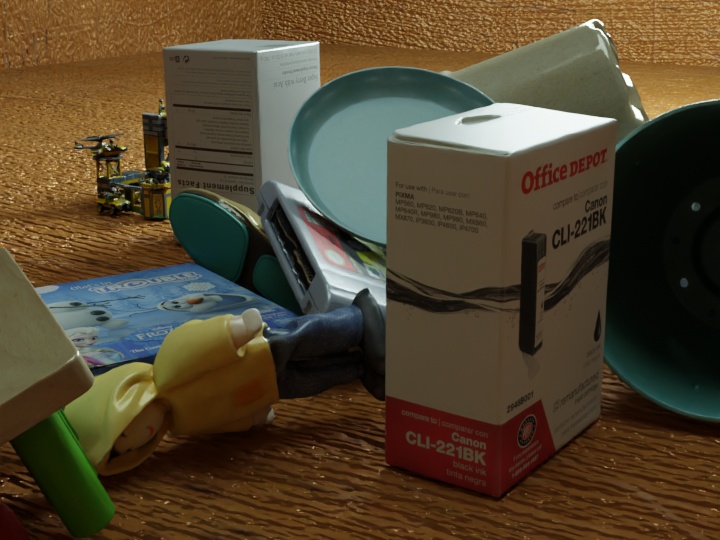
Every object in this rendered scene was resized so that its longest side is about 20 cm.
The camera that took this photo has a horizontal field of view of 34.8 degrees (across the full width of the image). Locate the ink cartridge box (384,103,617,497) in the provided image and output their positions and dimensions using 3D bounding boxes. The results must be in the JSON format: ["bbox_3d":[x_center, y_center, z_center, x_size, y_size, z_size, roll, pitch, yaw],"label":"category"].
[{"bbox_3d":[0.085,0.010,0.694,0.083,0.202,0.144,10,20,34],"label":"ink cartridge box"}]

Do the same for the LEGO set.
[{"bbox_3d":[-0.228,-0.141,1.369,0.153,0.117,0.199,14,22,42],"label":"LEGO set"}]

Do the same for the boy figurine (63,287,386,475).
[{"bbox_3d":[-0.079,0.065,0.694,0.198,0.125,0.065,-15,58,-17],"label":"boy figurine"}]

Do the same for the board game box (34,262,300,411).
[{"bbox_3d":[-0.171,0.047,0.857,0.199,0.044,0.198,-11,18,-33],"label":"board game box"}]

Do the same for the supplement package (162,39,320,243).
[{"bbox_3d":[-0.117,-0.132,1.185,0.119,0.202,0.121,8,18,29],"label":"supplement package"}]

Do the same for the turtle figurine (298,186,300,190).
[{"bbox_3d":[-0.028,-0.038,1.038,0.198,0.102,0.150,-11,-19,12],"label":"turtle figurine"}]

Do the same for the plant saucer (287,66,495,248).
[{"bbox_3d":[0.038,-0.089,0.941,0.198,0.028,0.201,4,53,-5],"label":"plant saucer"}]

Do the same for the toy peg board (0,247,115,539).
[{"bbox_3d":[-0.230,0.102,0.589,0.198,0.098,0.200,-33,27,-15],"label":"toy peg board"}]

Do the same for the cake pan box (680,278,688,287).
[{"bbox_3d":[0.263,-0.002,1.002,0.182,0.053,0.200,5,17,11],"label":"cake pan box"}]

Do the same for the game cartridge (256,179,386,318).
[{"bbox_3d":[0.000,0.000,0.892,0.132,0.041,0.200,22,21,-29],"label":"game cartridge"}]

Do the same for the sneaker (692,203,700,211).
[{"bbox_3d":[0.280,-0.049,0.972,0.086,0.076,0.200,-15,12,-24],"label":"sneaker"}]

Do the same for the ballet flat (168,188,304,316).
[{"bbox_3d":[-0.079,-0.007,0.966,0.199,0.069,0.063,35,24,28],"label":"ballet flat"}]

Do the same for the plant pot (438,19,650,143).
[{"bbox_3d":[0.166,-0.129,1.060,0.182,0.202,0.201,-25,9,18],"label":"plant pot"}]

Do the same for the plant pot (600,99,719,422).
[{"bbox_3d":[0.257,-0.008,0.788,0.199,0.203,0.161,6,5,23],"label":"plant pot"}]
